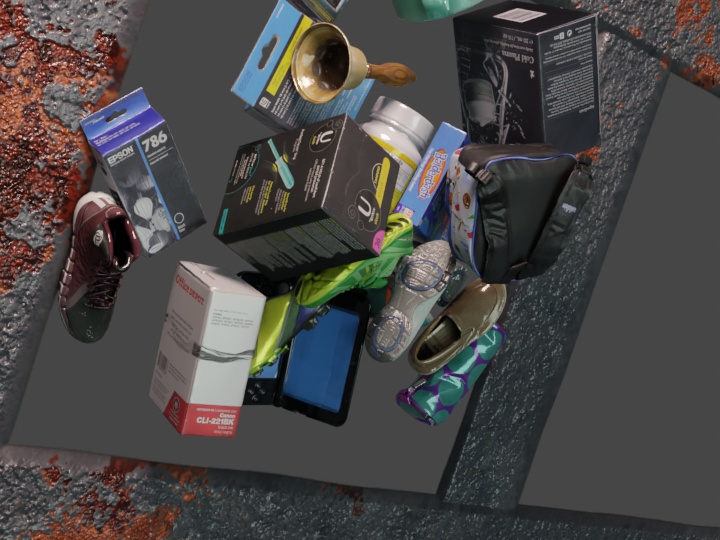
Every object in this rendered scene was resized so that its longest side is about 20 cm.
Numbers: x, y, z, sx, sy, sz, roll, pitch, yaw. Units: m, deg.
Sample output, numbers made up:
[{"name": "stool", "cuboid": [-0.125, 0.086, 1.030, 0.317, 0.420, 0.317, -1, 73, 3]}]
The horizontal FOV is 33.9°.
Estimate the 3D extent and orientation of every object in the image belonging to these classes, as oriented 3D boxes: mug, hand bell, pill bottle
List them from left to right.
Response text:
[{"name": "hand bell", "cuboid": [0.009, -0.272, 1.603, 0.199, 0.104, 0.105, -4, 109, -51]}, {"name": "pill bottle", "cuboid": [0.019, -0.140, 1.700, 0.114, 0.114, 0.201, 33, 85, -39]}, {"name": "mug", "cuboid": [0.111, -0.424, 1.623, 0.151, 0.185, 0.115, -27, 118, -13]}]

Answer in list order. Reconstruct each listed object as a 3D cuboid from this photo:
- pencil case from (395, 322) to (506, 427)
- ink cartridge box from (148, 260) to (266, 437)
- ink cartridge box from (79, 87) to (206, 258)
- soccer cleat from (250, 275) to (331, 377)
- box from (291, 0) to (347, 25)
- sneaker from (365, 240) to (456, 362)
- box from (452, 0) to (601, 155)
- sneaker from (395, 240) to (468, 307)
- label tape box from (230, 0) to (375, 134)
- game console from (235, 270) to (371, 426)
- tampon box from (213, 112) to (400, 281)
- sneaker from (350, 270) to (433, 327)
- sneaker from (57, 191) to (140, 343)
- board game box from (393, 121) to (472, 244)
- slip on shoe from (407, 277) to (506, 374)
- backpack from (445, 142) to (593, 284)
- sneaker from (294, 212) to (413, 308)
[{"name": "pencil case", "cuboid": [0.147, 0.157, 1.917, 0.200, 0.085, 0.093, -51, 135, -12]}, {"name": "ink cartridge box", "cuboid": [-0.209, 0.104, 1.591, 0.083, 0.144, 0.202, 7, 102, -30]}, {"name": "ink cartridge box", "cuboid": [-0.279, -0.125, 1.533, 0.099, 0.039, 0.201, -34, 122, -22]}, {"name": "soccer cleat", "cuboid": [-0.130, 0.082, 1.653, 0.200, 0.065, 0.084, -42, 87, 4]}, {"name": "box", "cuboid": [-0.075, -0.441, 1.573, 0.200, 0.038, 0.137, 39, 81, -38]}, {"name": "sneaker", "cuboid": [0.072, 0.045, 1.714, 0.201, 0.074, 0.087, -55, 168, -7]}, {"name": "box", "cuboid": [0.249, -0.284, 1.765, 0.123, 0.199, 0.198, -23, 118, -27]}, {"name": "sneaker", "cuboid": [0.104, -0.007, 1.835, 0.075, 0.087, 0.200, -51, 147, -1]}, {"name": "label tape box", "cuboid": [-0.087, -0.261, 1.610, 0.199, 0.063, 0.145, 31, 85, -40]}, {"name": "game console", "cuboid": [-0.101, 0.114, 1.698, 0.175, 0.116, 0.202, 5, 102, -38]}, {"name": "tampon box", "cuboid": [-0.070, -0.093, 1.568, 0.126, 0.199, 0.151, 39, 53, -39]}, {"name": "sneaker", "cuboid": [0.034, 0.042, 1.811, 0.080, 0.071, 0.200, -44, 132, 6]}, {"name": "sneaker", "cuboid": [-0.327, 0.009, 1.494, 0.075, 0.115, 0.202, -4, 108, -35]}, {"name": "board game box", "cuboid": [0.121, -0.118, 1.763, 0.153, 0.045, 0.200, -62, 163, -2]}, {"name": "slip on shoe", "cuboid": [0.153, 0.083, 1.861, 0.200, 0.076, 0.061, -40, 164, -6]}, {"name": "backpack", "cuboid": [0.203, -0.083, 1.658, 0.198, 0.154, 0.193, -3, 110, -22]}, {"name": "sneaker", "cuboid": [0.000, 0.000, 1.618, 0.199, 0.074, 0.084, -33, 122, -20]}]
